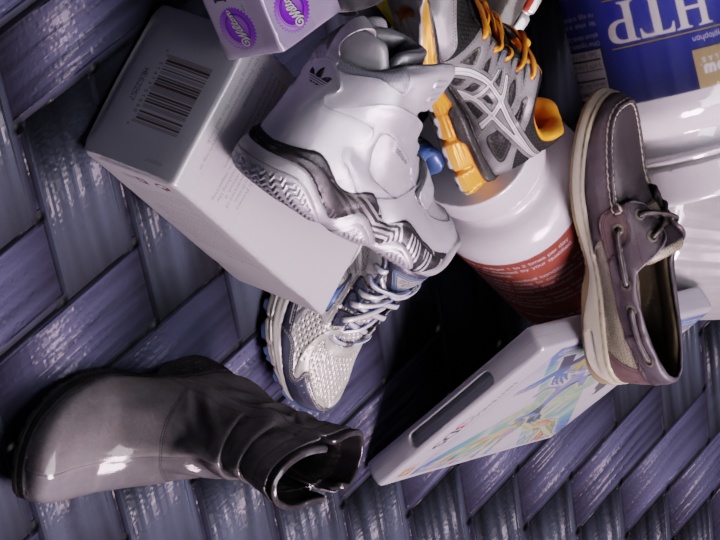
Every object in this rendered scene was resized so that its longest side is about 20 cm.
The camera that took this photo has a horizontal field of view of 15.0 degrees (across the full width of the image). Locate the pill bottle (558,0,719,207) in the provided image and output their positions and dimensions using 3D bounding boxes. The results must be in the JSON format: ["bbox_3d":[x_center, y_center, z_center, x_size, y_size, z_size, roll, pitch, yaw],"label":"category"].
[{"bbox_3d":[0.201,-0.146,1.819,0.120,0.120,0.200,-19,97,-50],"label":"pill bottle"}]

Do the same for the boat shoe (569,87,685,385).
[{"bbox_3d":[0.178,-0.019,1.760,0.072,0.065,0.200,-26,117,-52],"label":"boat shoe"}]

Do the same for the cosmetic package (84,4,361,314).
[{"bbox_3d":[-0.067,-0.062,1.587,0.102,0.074,0.200,-62,149,-11],"label":"cosmetic package"}]

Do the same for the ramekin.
[{"bbox_3d":[0.259,-0.056,1.968,0.202,0.094,0.203,8,90,-84],"label":"ramekin"}]

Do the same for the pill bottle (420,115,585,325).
[{"bbox_3d":[0.112,-0.042,1.819,0.112,0.112,0.200,-63,148,-9],"label":"pill bottle"}]

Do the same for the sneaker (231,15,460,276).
[{"bbox_3d":[0.018,-0.072,1.554,0.115,0.075,0.200,-57,145,6],"label":"sneaker"}]

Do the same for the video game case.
[{"bbox_3d":[0.125,0.080,1.882,0.200,0.022,0.182,-12,156,-48],"label":"video game case"}]

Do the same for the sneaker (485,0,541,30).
[{"bbox_3d":[0.074,-0.232,1.704,0.082,0.077,0.200,20,79,-47],"label":"sneaker"}]

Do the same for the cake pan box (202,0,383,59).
[{"bbox_3d":[-0.036,-0.237,1.491,0.184,0.052,0.200,-37,114,-36],"label":"cake pan box"}]

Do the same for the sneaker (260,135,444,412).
[{"bbox_3d":[0.000,0.000,1.706,0.077,0.085,0.200,-7,114,-54],"label":"sneaker"}]

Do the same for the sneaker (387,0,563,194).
[{"bbox_3d":[0.068,-0.128,1.647,0.077,0.078,0.200,-20,146,4],"label":"sneaker"}]

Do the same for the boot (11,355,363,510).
[{"bbox_3d":[-0.095,0.103,1.582,0.200,0.132,0.070,-22,126,-49],"label":"boot"}]

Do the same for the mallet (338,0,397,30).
[{"bbox_3d":[0.026,-0.170,1.699,0.200,0.041,0.066,29,82,-62],"label":"mallet"}]
